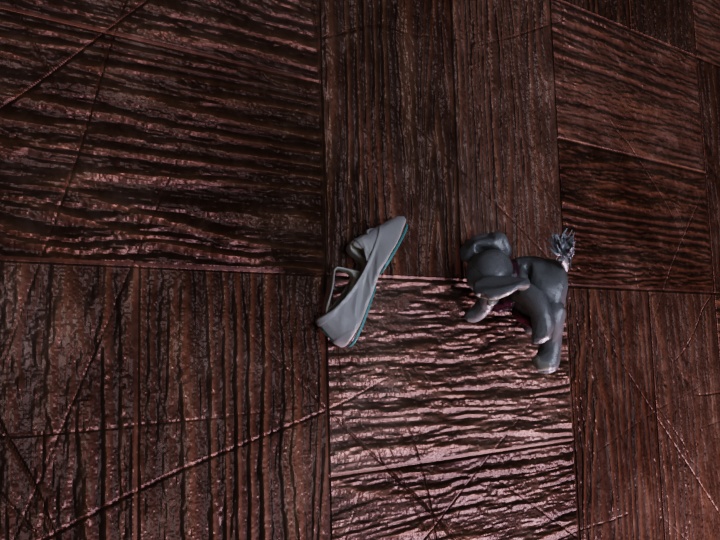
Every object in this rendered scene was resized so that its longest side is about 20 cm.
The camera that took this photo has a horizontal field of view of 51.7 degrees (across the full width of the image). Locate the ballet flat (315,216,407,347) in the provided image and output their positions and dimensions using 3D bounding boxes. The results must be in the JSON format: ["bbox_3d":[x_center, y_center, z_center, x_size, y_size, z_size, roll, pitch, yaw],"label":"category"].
[{"bbox_3d":[0.000,0.000,0.959,0.069,0.069,0.202,38,64,-27],"label":"ballet flat"}]

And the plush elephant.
[{"bbox_3d":[0.215,0.029,1.071,0.166,0.152,0.203,-80,176,-61],"label":"plush elephant"}]
